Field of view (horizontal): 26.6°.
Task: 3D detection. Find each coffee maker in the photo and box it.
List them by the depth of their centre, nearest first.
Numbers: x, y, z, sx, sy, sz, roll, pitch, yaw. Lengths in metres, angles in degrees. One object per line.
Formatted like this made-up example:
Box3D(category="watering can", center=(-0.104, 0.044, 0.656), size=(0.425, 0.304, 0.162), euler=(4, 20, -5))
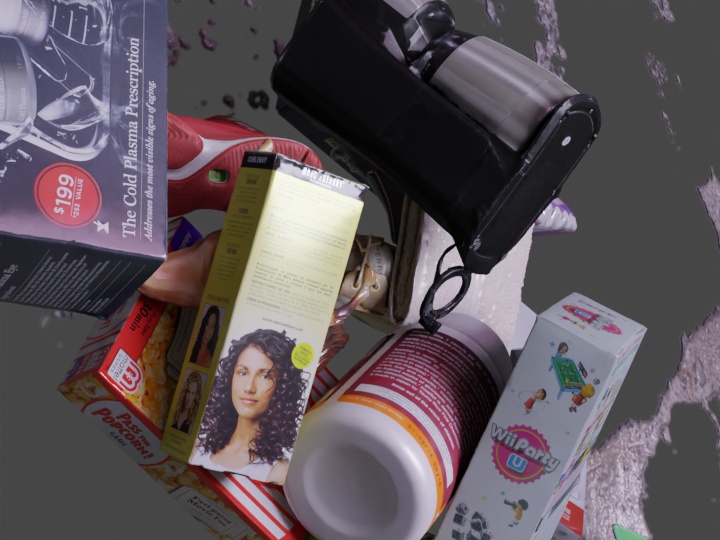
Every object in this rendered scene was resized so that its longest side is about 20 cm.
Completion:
Box3D(category="coffee maker", center=(0.036, -0.101, 1.076), size=(0.200, 0.135, 0.192), euler=(39, 75, 20))

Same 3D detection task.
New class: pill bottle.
Box3D(category="pill bottle", center=(0.035, 0.107, 1.074), size=(0.113, 0.113, 0.200), euler=(62, 34, -8))

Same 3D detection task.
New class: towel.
Box3D(category="towel", center=(0.089, -0.043, 1.208), size=(0.132, 0.034, 0.201), euler=(14, 83, -41))

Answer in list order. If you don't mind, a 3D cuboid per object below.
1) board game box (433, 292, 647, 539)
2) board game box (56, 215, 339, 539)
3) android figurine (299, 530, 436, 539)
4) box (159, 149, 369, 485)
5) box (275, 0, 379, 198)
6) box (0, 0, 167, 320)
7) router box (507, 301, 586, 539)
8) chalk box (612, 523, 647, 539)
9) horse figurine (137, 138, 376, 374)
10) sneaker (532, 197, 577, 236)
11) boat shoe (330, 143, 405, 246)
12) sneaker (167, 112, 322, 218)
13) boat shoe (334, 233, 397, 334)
Box3D(category="board game box", center=(0.123, 0.124, 1.065), size=(0.064, 0.201, 0.147), euler=(27, 12, 14))
Box3D(category="board game box", center=(-0.098, 0.086, 1.050), size=(0.200, 0.046, 0.152), euler=(48, 41, -26))
Box3D(category="android figurine", center=(0.040, 0.222, 1.071), size=(0.181, 0.041, 0.200), euler=(18, 14, -22))
Box3D(category="box", center=(-0.061, 0.030, 0.971), size=(0.075, 0.050, 0.201), euler=(17, 86, -32))
Box3D(category="box", center=(0.022, -0.149, 1.311), size=(0.200, 0.051, 0.158), euler=(37, 49, -35))
Box3D(category="box", center=(-0.215, -0.091, 0.899), size=(0.181, 0.104, 0.201), euler=(8, 65, -27))
Box3D(category="router box", center=(0.119, 0.112, 1.308), size=(0.200, 0.049, 0.180), euler=(37, 47, -35))
Box3D(category="chalk box", center=(0.249, 0.317, 1.307), size=(0.124, 0.123, 0.201), euler=(27, 53, -42))
Box3D(category="horse figurine", center=(-0.067, 0.010, 1.027), size=(0.133, 0.050, 0.200), euler=(-52, 126, -21))
Box3D(category="sneaker", center=(0.142, -0.075, 1.362), size=(0.200, 0.080, 0.089), euler=(14, 69, -71))
Box3D(category="boat shoe", center=(0.004, -0.109, 1.211), size=(0.073, 0.062, 0.201), euler=(-103, 180, -74))
Box3D(category="sneaker", center=(-0.135, -0.079, 1.078), size=(0.199, 0.115, 0.079), euler=(14, 96, -21))
Box3D(category="boat shoe", center=(0.000, 0.000, 1.196), size=(0.199, 0.069, 0.074), euler=(16, 60, -47))
